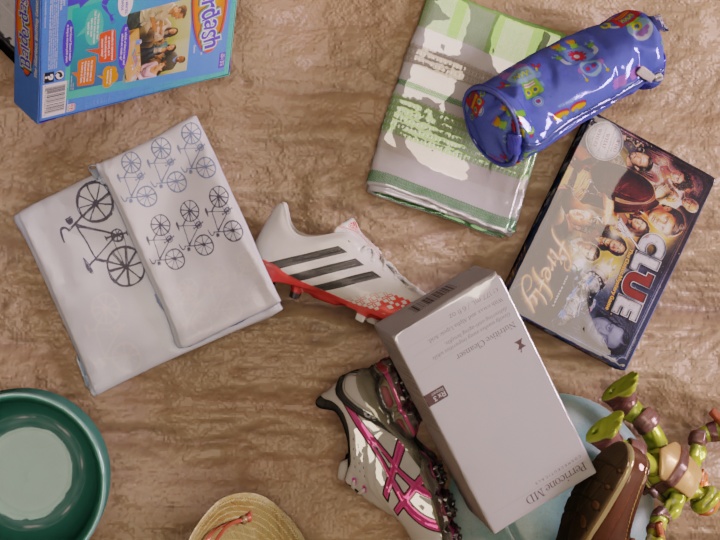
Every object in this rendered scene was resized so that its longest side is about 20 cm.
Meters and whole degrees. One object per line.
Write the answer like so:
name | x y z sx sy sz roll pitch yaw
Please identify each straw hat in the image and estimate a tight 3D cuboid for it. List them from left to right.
straw hat | -0.127 0.292 1.284 0.084 0.200 0.203 -5 89 34

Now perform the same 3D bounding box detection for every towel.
towel | 0.101 -0.146 1.354 0.148 0.031 0.202 18 86 -7

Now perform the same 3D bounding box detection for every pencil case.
pencil case | 0.189 -0.165 1.315 0.199 0.087 0.078 -29 137 -22

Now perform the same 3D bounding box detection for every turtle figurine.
turtle figurine | 0.285 0.170 1.343 0.161 0.064 0.200 44 63 -14

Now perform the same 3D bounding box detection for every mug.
mug | -0.292 0.194 1.254 0.150 0.114 0.187 8 88 -7

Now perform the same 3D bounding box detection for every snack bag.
snack bag | -0.193 -0.012 1.297 0.199 0.021 0.190 -24 91 7

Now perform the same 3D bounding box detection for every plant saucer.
plant saucer | 0.181 0.215 1.350 0.199 0.039 0.203 0 88 -6

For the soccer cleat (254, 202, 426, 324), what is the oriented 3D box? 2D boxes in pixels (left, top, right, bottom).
soccer cleat | 0.000 0.000 1.319 0.198 0.069 0.086 18 94 -2

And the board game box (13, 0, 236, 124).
board game box | -0.193 -0.219 1.228 0.199 0.045 0.153 -20 134 -37

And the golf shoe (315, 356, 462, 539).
golf shoe | 0.029 0.185 1.322 0.091 0.073 0.202 -23 84 7

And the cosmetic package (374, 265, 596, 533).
cosmetic package | 0.108 0.111 1.271 0.112 0.081 0.201 -31 100 -7

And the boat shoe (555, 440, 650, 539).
boat shoe | 0.211 0.240 1.287 0.067 0.072 0.201 17 112 -9

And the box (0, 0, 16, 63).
box | -0.291 -0.311 1.266 0.197 0.117 0.200 44 83 -4

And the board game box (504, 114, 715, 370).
board game box | 0.229 -0.027 1.364 0.135 0.035 0.201 26 86 -6
